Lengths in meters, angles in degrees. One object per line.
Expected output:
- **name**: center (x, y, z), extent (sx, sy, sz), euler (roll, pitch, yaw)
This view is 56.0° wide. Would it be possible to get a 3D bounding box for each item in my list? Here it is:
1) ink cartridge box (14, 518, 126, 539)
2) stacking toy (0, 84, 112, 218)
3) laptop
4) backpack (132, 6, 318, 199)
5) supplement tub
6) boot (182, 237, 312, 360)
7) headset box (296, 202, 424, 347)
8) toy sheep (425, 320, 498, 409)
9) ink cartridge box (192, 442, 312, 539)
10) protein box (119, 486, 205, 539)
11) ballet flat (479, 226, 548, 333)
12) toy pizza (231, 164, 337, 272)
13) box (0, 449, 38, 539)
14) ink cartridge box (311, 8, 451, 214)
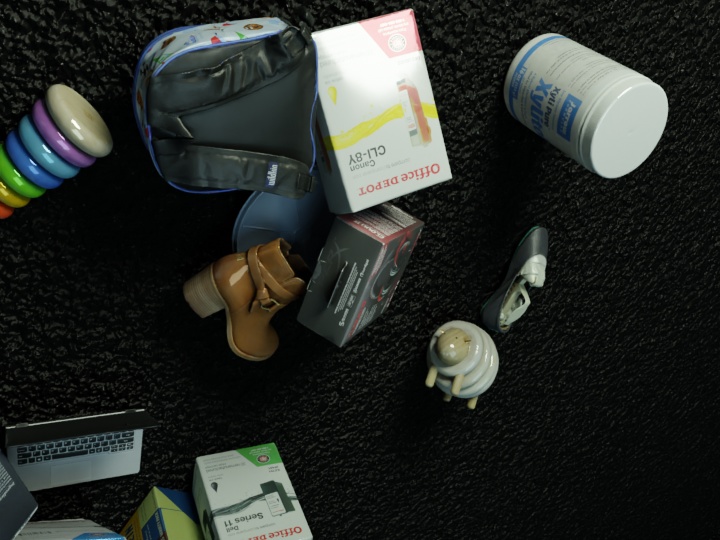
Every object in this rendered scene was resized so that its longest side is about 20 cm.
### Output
- **ink cartridge box**: center (-0.428, 0.405, 0.945), extent (0.142, 0.198, 0.087), euler (11, 74, -33)
- **stacking toy**: center (-0.361, -0.101, 0.717), extent (0.198, 0.086, 0.085), euler (-38, 133, 7)
- **laptop**: center (-0.383, 0.260, 0.927), extent (0.183, 0.116, 0.204), euler (-2, 123, -28)
- **backpack**: center (-0.148, -0.179, 0.731), extent (0.187, 0.153, 0.205), euler (-16, 123, -29)
- **supplement tub**: center (0.298, -0.228, 0.920), extent (0.129, 0.201, 0.135), euler (-14, 129, -19)
- **boot**: center (-0.124, 0.039, 0.918), extent (0.152, 0.078, 0.201), euler (-24, 133, 15)
- **headset box**: center (0.000, 0.000, 0.898), extent (0.152, 0.074, 0.199), euler (-67, 165, 19)
- **toy sheep**: center (0.178, 0.160, 1.175), extent (0.137, 0.139, 0.200), euler (-40, 147, 2)
- **ink cartridge box**: center (-0.176, 0.388, 1.079), extent (0.143, 0.201, 0.085), euler (-3, 125, -27)
- **protein box**: center (-0.303, 0.497, 1.127), extent (0.197, 0.135, 0.201), euler (28, 105, -41)
- **ballet flat**: center (0.282, 0.024, 1.179), extent (0.072, 0.073, 0.203), euler (14, 113, -36)
- **toy pizza**: center (-0.084, -0.058, 0.932), extent (0.195, 0.032, 0.204), euler (-16, 131, -19)
- **box**: center (-0.508, 0.250, 0.809), extent (0.105, 0.144, 0.204), euler (-59, 149, -45)
- **ink cartridge box**: center (0.013, -0.185, 0.808), extent (0.142, 0.083, 0.205), euler (-19, 101, -18)
